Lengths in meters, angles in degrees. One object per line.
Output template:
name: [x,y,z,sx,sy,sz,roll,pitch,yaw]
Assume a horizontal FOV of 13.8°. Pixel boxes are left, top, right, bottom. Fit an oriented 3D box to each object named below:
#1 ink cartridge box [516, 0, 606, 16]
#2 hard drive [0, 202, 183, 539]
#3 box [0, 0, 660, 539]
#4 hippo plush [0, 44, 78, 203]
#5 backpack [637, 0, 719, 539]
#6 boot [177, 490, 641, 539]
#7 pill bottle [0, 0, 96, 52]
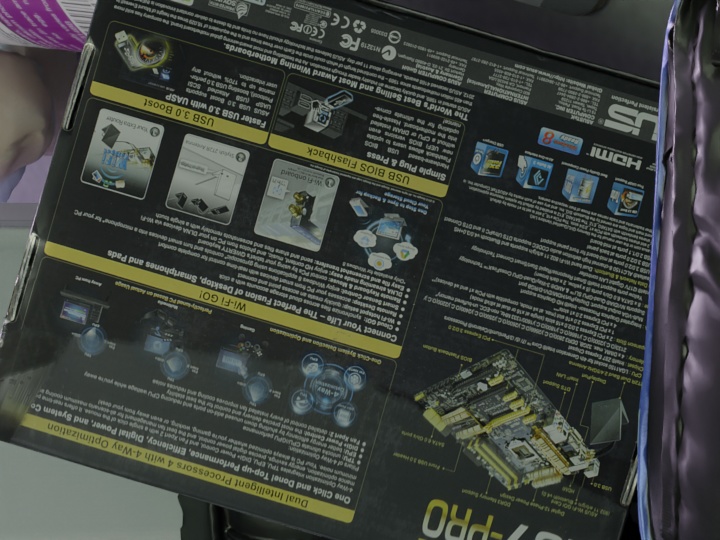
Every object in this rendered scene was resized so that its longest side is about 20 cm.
ink cartridge box: [0.039,-0.184,0.871,0.200,0.175,0.084,-50,38,39]
hard drive: [-0.122,0.040,1.040,0.027,0.199,0.133,-125,40,-56]
box: [0.000,0.000,0.906,0.199,0.049,0.162,16,89,1]
hippo plush: [-0.177,0.011,1.102,0.199,0.159,0.162,-10,107,28]
backpack: [0.173,0.019,0.785,0.182,0.146,0.201,21,112,40]
boot: [0.023,0.131,1.010,0.167,0.076,0.201,7,111,39]
pill bottle: [-0.109,-0.133,1.027,0.199,0.112,0.113,10,110,41]
